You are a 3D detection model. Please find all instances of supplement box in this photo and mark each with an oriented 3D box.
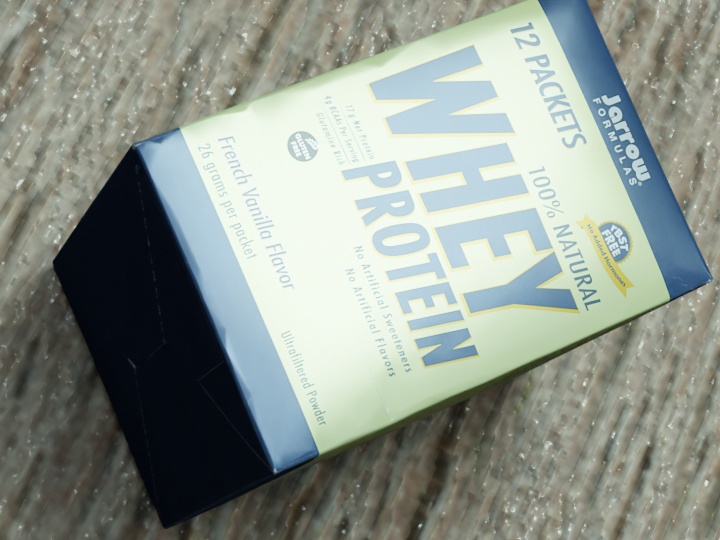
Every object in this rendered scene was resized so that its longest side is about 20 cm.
[{"bbox_3d":[0.000,0.000,0.877,0.199,0.200,0.135,-22,85,-21],"label":"supplement box"}]
